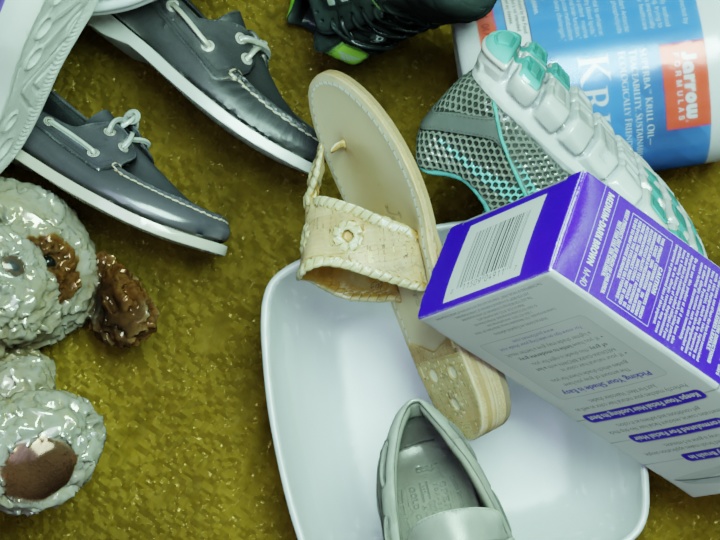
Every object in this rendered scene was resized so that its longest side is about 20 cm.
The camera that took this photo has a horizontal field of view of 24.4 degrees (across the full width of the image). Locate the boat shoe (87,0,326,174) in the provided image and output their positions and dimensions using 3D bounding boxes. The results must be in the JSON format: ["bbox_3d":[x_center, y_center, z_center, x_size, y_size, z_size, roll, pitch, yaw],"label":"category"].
[{"bbox_3d":[-0.090,-0.129,0.978,0.200,0.074,0.060,37,91,15],"label":"boat shoe"}]

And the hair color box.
[{"bbox_3d":[0.142,0.038,0.837,0.200,0.109,0.065,35,61,-21],"label":"hair color box"}]

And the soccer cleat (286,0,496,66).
[{"bbox_3d":[0.015,-0.149,0.924,0.067,0.200,0.081,20,97,-26],"label":"soccer cleat"}]

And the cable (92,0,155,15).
[{"bbox_3d":[-0.148,-0.240,0.930,0.200,0.069,0.200,-37,84,11],"label":"cable"}]

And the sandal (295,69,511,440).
[{"bbox_3d":[0.002,-0.002,0.869,0.070,0.078,0.212,-24,86,-28],"label":"sandal"}]

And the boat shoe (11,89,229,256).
[{"bbox_3d":[-0.157,-0.073,0.973,0.200,0.073,0.063,28,89,11],"label":"boat shoe"}]

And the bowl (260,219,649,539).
[{"bbox_3d":[0.051,0.078,0.940,0.200,0.075,0.200,-10,82,2],"label":"bowl"}]

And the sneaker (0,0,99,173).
[{"bbox_3d":[-0.223,-0.154,0.881,0.146,0.081,0.200,35,122,6],"label":"sneaker"}]

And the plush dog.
[{"bbox_3d":[-0.217,0.027,0.949,0.200,0.160,0.172,37,68,-9],"label":"plush dog"}]

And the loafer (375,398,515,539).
[{"bbox_3d":[0.044,0.146,0.809,0.070,0.070,0.200,-13,40,-7],"label":"loafer"}]

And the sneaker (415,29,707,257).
[{"bbox_3d":[0.108,-0.032,0.880,0.091,0.078,0.200,-38,105,23],"label":"sneaker"}]

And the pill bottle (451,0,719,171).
[{"bbox_3d":[0.156,-0.110,0.936,0.200,0.112,0.112,-9,82,3],"label":"pill bottle"}]
